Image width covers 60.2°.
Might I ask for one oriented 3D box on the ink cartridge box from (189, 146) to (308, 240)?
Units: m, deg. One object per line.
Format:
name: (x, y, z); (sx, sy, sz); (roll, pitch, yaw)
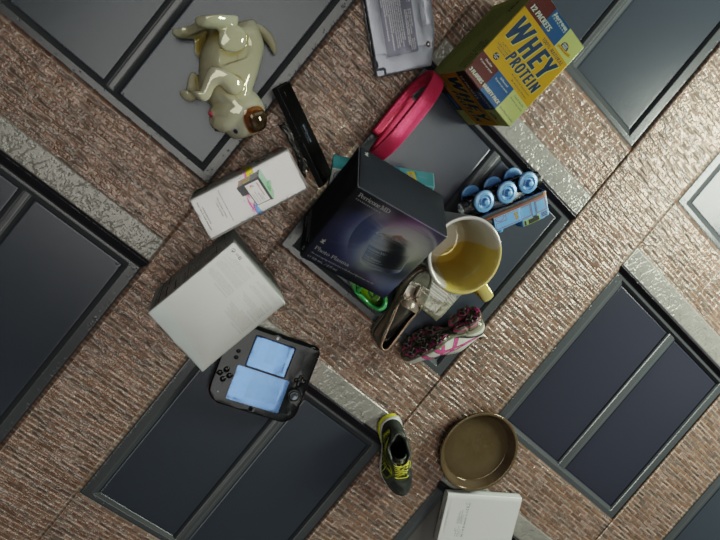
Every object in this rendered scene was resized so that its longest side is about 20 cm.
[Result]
ink cartridge box: (-0.207, -0.149, 1.153); (0.198, 0.145, 0.085); (-28, 106, -5)

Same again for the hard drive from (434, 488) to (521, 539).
hard drive: (0.287, 0.603, 1.516); (0.197, 0.026, 0.134); (9, 102, -15)

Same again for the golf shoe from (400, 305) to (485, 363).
golf shoe: (0.184, 0.160, 1.358); (0.198, 0.073, 0.093); (-25, 127, -1)

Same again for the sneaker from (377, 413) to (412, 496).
sneaker: (0.079, 0.427, 1.394); (0.073, 0.085, 0.203); (-14, 106, -8)

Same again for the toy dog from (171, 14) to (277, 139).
toy dog: (-0.235, -0.340, 1.121); (0.193, 0.138, 0.204); (-21, 110, -46)

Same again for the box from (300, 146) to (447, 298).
box: (0.022, -0.082, 1.146); (0.198, 0.124, 0.199); (26, 129, -23)

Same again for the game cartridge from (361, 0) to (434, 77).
game cartridge: (0.074, -0.487, 1.193); (0.131, 0.041, 0.203); (-13, 106, -6)

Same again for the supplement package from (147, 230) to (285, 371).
supplement package: (-0.272, 0.049, 1.184); (0.199, 0.151, 0.152); (-39, 109, -1)

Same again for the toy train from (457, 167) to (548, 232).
toy train: (0.298, -0.137, 1.303); (0.197, 0.087, 0.116); (-23, 113, -11)

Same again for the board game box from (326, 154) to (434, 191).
board game box: (0.029, -0.134, 1.213); (0.196, 0.047, 0.152); (9, 134, -7)

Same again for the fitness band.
fitness band: (0.082, -0.293, 1.185); (0.037, 0.144, 0.201); (37, 93, -20)

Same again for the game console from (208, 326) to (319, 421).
game console: (-0.203, 0.215, 1.305); (0.197, 0.031, 0.179); (21, 98, -18)

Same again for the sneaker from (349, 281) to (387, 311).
sneaker: (0.000, 0.000, 1.270); (0.074, 0.084, 0.201); (-38, 108, -1)

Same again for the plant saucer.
plant saucer: (0.277, 0.424, 1.469); (0.196, 0.029, 0.204); (-3, 104, -12)

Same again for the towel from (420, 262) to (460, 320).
towel: (0.161, -0.017, 1.330); (0.199, 0.035, 0.193); (39, 92, -19)

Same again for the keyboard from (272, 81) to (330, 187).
keyboard: (-0.115, -0.249, 1.168); (0.020, 0.127, 0.202); (-19, 109, 21)

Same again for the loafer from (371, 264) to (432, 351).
loafer: (0.095, 0.083, 1.304); (0.071, 0.063, 0.201); (25, 110, -22)

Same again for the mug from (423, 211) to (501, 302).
mug: (0.181, -0.031, 1.236); (0.147, 0.153, 0.190); (-7, 108, -11)

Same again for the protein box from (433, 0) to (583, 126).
protein box: (0.267, -0.392, 1.173); (0.199, 0.200, 0.135); (-46, 108, 1)
